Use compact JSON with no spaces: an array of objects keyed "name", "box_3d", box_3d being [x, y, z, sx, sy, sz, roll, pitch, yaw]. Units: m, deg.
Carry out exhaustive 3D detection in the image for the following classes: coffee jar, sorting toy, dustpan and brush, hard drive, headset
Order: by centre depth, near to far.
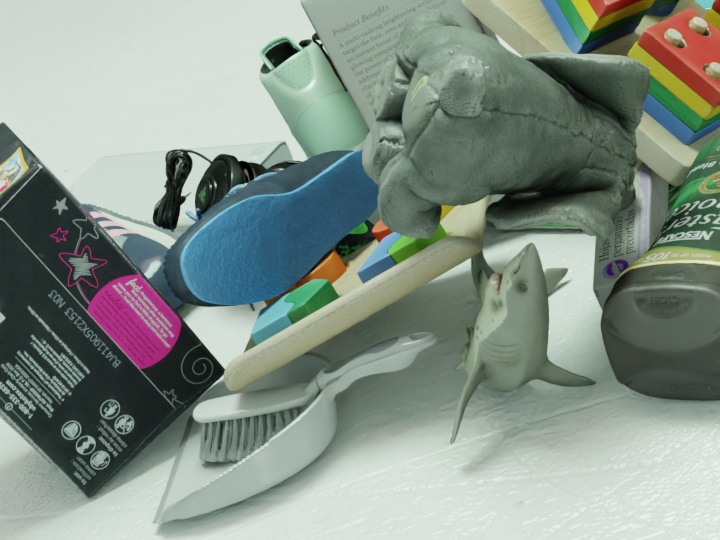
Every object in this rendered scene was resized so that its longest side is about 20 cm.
[{"name":"coffee jar","box_3d":[0.224,-0.004,1.199,0.104,0.086,0.200,-2,33,33]},{"name":"dustpan and brush","box_3d":[-0.039,0.083,1.251,0.199,0.057,0.140,-14,26,14]},{"name":"sorting toy","box_3d":[0.000,0.000,1.296,0.185,0.037,0.200,-30,7,13]},{"name":"sorting toy","box_3d":[0.206,-0.172,1.368,0.199,0.070,0.200,43,38,16]},{"name":"headset","box_3d":[-0.079,-0.038,1.470,0.200,0.094,0.123,30,17,36]},{"name":"hard drive","box_3d":[-0.171,-0.062,1.662,0.199,0.026,0.132,-3,32,34]}]

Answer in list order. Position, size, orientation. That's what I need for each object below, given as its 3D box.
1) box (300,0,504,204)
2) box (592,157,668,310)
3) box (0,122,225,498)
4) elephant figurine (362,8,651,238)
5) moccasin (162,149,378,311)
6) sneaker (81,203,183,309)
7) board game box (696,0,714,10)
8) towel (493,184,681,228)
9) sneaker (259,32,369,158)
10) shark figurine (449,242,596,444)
[{"name":"box","box_3d":[0.048,-0.149,1.440,0.106,0.201,0.152,-26,17,9]},{"name":"box","box_3d":[0.182,-0.044,1.316,0.039,0.042,0.201,-15,38,21]},{"name":"box","box_3d":[-0.210,0.027,1.301,0.132,0.200,0.115,-42,28,-5]},{"name":"elephant figurine","box_3d":[0.113,-0.078,1.174,0.199,0.142,0.155,12,33,-17]},{"name":"moccasin","box_3d":[-0.064,-0.023,1.327,0.068,0.081,0.200,-2,16,41]},{"name":"sneaker","box_3d":[-0.211,-0.002,1.528,0.082,0.070,0.199,-34,28,-33]},{"name":"board game box","box_3d":[0.343,-0.234,1.586,0.199,0.047,0.151,-11,28,19]},{"name":"towel","box_3d":[0.192,-0.090,1.454,0.152,0.023,0.200,0,33,37]},{"name":"sneaker","box_3d":[-0.029,-0.135,1.546,0.074,0.119,0.200,-33,5,0]},{"name":"shark figurine","box_3d":[0.104,0.048,1.230,0.089,0.129,0.214,13,2,0]}]
